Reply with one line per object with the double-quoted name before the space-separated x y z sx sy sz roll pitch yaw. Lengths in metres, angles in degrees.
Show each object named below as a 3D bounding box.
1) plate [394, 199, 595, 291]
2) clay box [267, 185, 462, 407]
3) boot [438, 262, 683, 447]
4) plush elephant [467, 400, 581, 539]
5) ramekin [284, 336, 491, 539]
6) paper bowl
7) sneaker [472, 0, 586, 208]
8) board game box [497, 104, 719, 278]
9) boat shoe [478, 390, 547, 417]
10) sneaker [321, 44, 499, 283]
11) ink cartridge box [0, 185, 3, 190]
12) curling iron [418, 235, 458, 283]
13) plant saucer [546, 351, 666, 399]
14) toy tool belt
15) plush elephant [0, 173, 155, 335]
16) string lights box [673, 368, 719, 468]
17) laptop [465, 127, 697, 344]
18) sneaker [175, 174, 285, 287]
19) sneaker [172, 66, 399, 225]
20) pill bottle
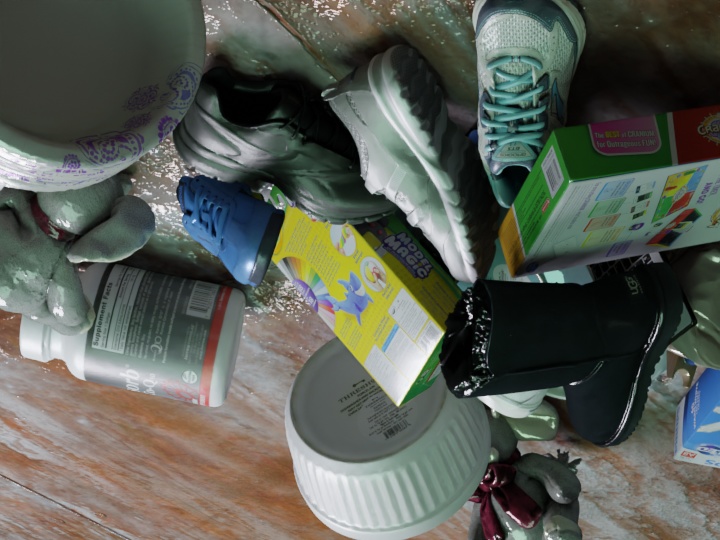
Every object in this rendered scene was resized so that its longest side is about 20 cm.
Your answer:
"plate" 0.104 0.000 1.231 0.199 0.026 0.201 30 146 22
"clay box" 0.000 0.000 1.232 0.200 0.047 0.115 50 142 17
"boot" 0.138 0.070 1.140 0.166 0.077 0.201 -5 143 -14
"plush elephant" 0.143 0.214 1.555 0.155 0.201 0.165 42 131 -8
"ramekin" 0.020 0.145 1.441 0.197 0.202 0.106 1 141 19
"paper bowl" -0.208 -0.151 0.979 0.199 0.203 0.104 24 155 -23
"sneaker" 0.116 -0.115 1.045 0.076 0.087 0.201 4 150 12
"board game box" 0.212 -0.059 1.072 0.197 0.041 0.153 -10 157 -16
"boat shoe" 0.085 0.054 1.351 0.199 0.072 0.069 37 125 10
"sneaker" 0.042 -0.075 1.130 0.081 0.075 0.201 -12 119 32
"ink cartridge box" -0.306 -0.167 1.041 0.198 0.149 0.085 26 150 -24
"curling iron" 0.011 -0.019 1.269 0.199 0.025 0.050 12 125 46
"plant saucer" 0.199 0.077 1.398 0.197 0.051 0.201 9 152 5
"toy tool belt" 0.302 0.042 1.255 0.199 0.126 0.122 32 173 -32
"plush elephant" -0.254 -0.045 1.262 0.154 0.166 0.200 -34 177 7
"string lights box" 0.370 0.124 1.409 0.101 0.060 0.201 10 152 -1
"laptop" 0.144 0.003 1.223 0.115 0.202 0.187 -16 162 -25
"sneaker" -0.111 -0.038 1.204 0.078 0.067 0.200 22 -174 -17
"sneaker" -0.044 -0.097 1.155 0.197 0.077 0.091 14 145 -9
"pill bottle" -0.216 0.056 1.440 0.197 0.117 0.116 11 152 0
